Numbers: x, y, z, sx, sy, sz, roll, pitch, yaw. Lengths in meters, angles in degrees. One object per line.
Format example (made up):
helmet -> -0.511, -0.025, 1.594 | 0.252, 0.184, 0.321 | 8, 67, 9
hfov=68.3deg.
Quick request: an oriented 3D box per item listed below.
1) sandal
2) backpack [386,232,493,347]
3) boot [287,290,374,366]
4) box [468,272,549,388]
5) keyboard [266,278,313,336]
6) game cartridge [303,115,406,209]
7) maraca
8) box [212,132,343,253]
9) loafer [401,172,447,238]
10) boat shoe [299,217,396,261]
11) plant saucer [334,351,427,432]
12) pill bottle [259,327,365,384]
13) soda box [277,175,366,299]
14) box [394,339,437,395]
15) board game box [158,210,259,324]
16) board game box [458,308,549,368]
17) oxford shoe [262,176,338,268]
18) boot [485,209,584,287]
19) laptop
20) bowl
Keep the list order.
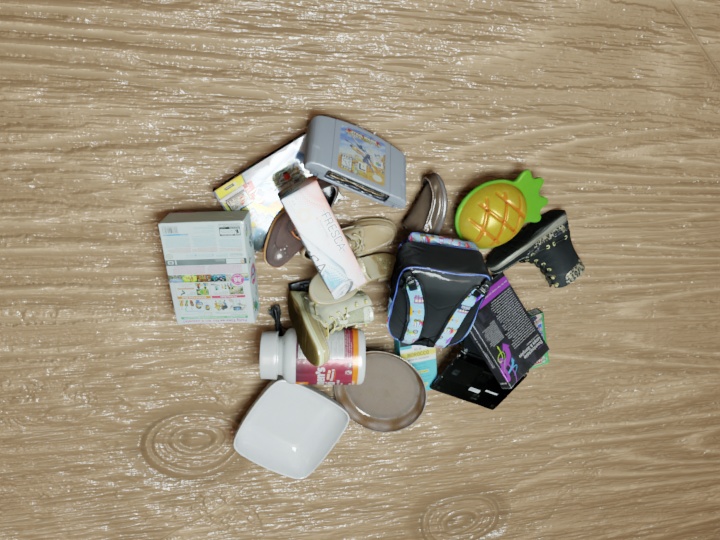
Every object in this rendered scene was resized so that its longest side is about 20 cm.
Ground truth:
sandal -> -0.003, -0.004, 1.004 | 0.211, 0.078, 0.070 | -19, 154, -35
backpack -> 0.138, 0.049, 1.015 | 0.181, 0.135, 0.201 | 6, 129, -7
boot -> -0.044, 0.095, 0.988 | 0.154, 0.200, 0.073 | -4, 120, -19
box -> 0.297, 0.124, 1.114 | 0.143, 0.036, 0.201 | -32, 90, -28
keyboard -> -0.120, 0.118, 1.088 | 0.126, 0.021, 0.201 | -10, 109, -10
game cartridge -> -0.004, -0.198, 0.953 | 0.199, 0.134, 0.042 | 19, 148, -23
maraca -> 0.280, -0.119, 1.053 | 0.199, 0.107, 0.138 | -25, 119, -4
box -> -0.151, -0.143, 0.982 | 0.199, 0.038, 0.137 | -32, 113, -1
loafer -> 0.120, -0.092, 1.043 | 0.070, 0.073, 0.201 | 3, 107, -15
boat shoe -> -0.021, -0.051, 1.029 | 0.199, 0.065, 0.072 | -14, 111, -8
plant saucer -> 0.044, 0.255, 1.134 | 0.199, 0.032, 0.202 | 4, 110, 11
pill bottle -> -0.093, 0.167, 1.036 | 0.198, 0.110, 0.110 | 1, 108, -5
soda box -> -0.064, -0.055, 0.899 | 0.068, 0.064, 0.201 | -29, 112, -5
box -> 0.118, 0.164, 1.141 | 0.082, 0.049, 0.201 | -9, 110, -10
board game box -> -0.269, -0.003, 0.965 | 0.146, 0.064, 0.201 | -1, 114, 0
board game box -> 0.327, 0.180, 1.206 | 0.199, 0.029, 0.135 | -17, 112, -7
oxford shoe -> -0.110, -0.084, 0.952 | 0.071, 0.073, 0.201 | 31, 99, -21
boot -> 0.377, -0.015, 1.124 | 0.203, 0.073, 0.154 | -35, 111, -7
laptop -> 0.269, 0.186, 1.162 | 0.176, 0.104, 0.200 | 22, 121, -18
bowl -> -0.149, 0.321, 1.120 | 0.199, 0.075, 0.200 | 33, 98, -21
